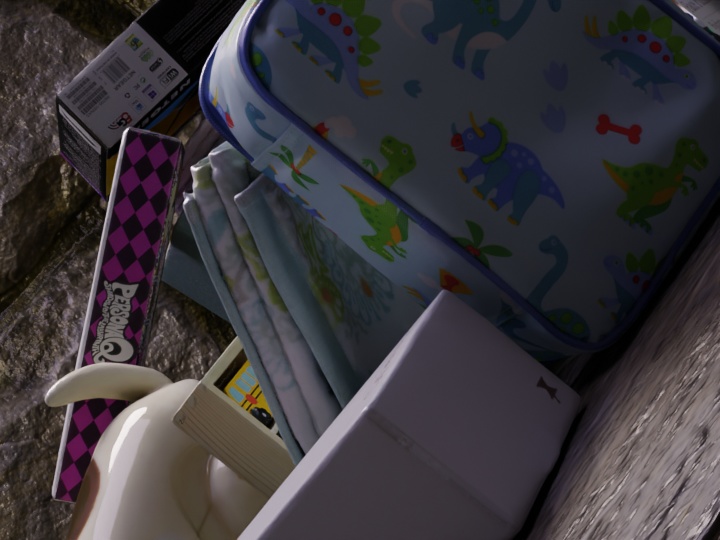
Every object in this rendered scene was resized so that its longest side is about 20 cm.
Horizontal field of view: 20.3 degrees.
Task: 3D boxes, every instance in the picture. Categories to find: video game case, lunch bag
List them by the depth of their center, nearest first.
[{"bbox_3d":[0.051,-0.070,0.808,0.161,0.200,0.082,-55,9,-20],"label":"lunch bag"},{"bbox_3d":[-0.135,0.022,1.137,0.181,0.036,0.201,-166,87,-85],"label":"video game case"}]

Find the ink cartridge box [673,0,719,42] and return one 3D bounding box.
[{"bbox_3d":[0.197,-0.158,1.066,0.199,0.043,0.198,-26,19,38],"label":"ink cartridge box"}]

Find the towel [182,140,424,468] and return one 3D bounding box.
[{"bbox_3d":[0.007,0.008,0.897,0.048,0.201,0.171,-12,20,31],"label":"towel"}]

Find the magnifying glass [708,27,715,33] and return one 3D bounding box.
[{"bbox_3d":[0.172,-0.143,0.977,0.080,0.022,0.200,-42,19,-12],"label":"magnifying glass"}]

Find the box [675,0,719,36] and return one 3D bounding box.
[{"bbox_3d":[0.191,-0.194,0.770,0.200,0.131,0.199,-52,0,1],"label":"box"}]

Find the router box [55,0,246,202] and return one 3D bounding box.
[{"bbox_3d":[-0.107,-0.142,1.282,0.200,0.051,0.149,-45,-2,-12],"label":"router box"}]

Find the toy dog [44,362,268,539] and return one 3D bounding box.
[{"bbox_3d":[-0.111,0.155,0.977,0.200,0.194,0.139,-45,8,-31],"label":"toy dog"}]

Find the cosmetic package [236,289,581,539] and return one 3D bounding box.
[{"bbox_3d":[-0.009,0.114,0.766,0.200,0.071,0.101,-51,0,30],"label":"cosmetic package"}]

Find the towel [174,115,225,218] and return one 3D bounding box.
[{"bbox_3d":[-0.047,-0.136,1.295,0.200,0.032,0.191,-52,1,27],"label":"towel"}]

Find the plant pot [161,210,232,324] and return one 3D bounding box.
[{"bbox_3d":[0.013,-0.026,1.280,0.197,0.200,0.196,-52,0,-13],"label":"plant pot"}]

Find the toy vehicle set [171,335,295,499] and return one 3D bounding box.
[{"bbox_3d":[-0.008,0.067,0.990,0.027,0.124,0.200,-51,1,22],"label":"toy vehicle set"}]
